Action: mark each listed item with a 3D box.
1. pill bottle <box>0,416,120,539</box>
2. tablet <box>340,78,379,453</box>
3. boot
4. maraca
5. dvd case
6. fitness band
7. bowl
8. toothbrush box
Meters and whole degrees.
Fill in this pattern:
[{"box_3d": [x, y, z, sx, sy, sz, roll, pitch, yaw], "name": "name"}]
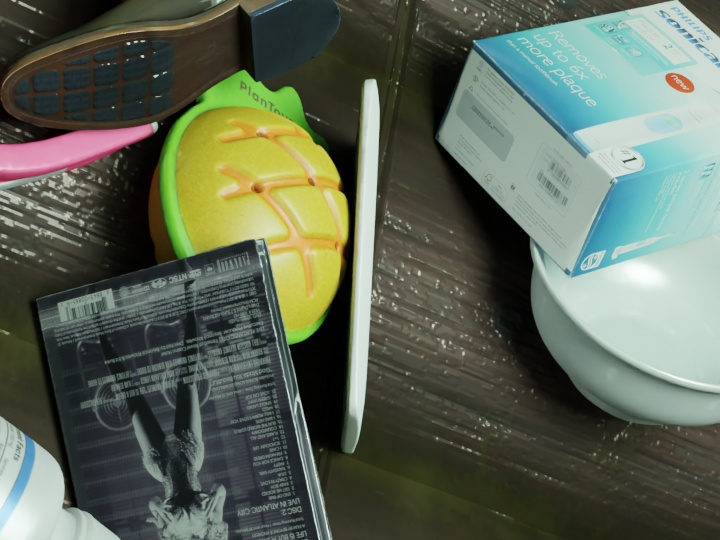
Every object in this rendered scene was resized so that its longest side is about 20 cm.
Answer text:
[{"box_3d": [-0.220, 0.113, 1.004, 0.200, 0.112, 0.112, 41, 58, -22], "name": "pill bottle"}, {"box_3d": [0.000, 0.000, 1.192, 0.014, 0.130, 0.200, 3, 75, -1], "name": "tablet"}, {"box_3d": [-0.121, -0.143, 1.138, 0.200, 0.075, 0.097, -16, 50, -23], "name": "boot"}, {"box_3d": [-0.062, -0.045, 1.166, 0.137, 0.107, 0.200, 37, 39, -35], "name": "maraca"}, {"box_3d": [-0.094, 0.096, 1.083, 0.016, 0.148, 0.200, -2, 79, -63], "name": "dvd case"}, {"box_3d": [-0.188, -0.125, 1.132, 0.200, 0.037, 0.144, -23, 92, -39], "name": "fitness band"}, {"box_3d": [0.192, 0.037, 1.314, 0.201, 0.090, 0.201, 12, 38, -10], "name": "bowl"}, {"box_3d": [0.175, -0.091, 1.320, 0.200, 0.085, 0.146, -14, 50, -38], "name": "toothbrush box"}]
